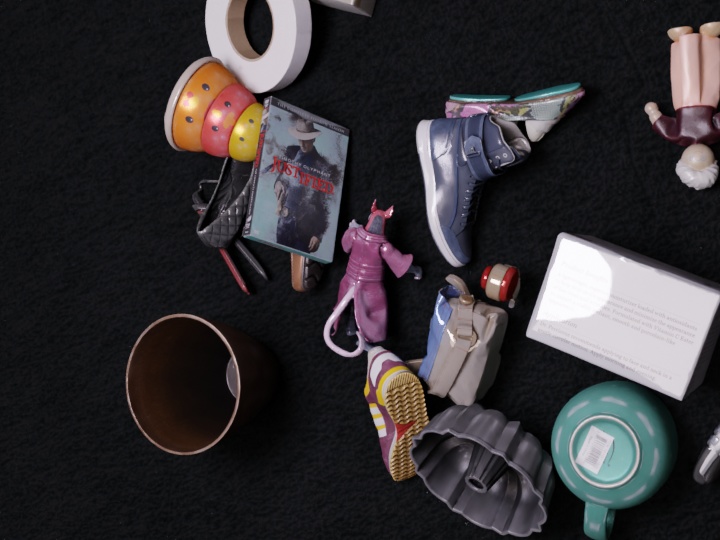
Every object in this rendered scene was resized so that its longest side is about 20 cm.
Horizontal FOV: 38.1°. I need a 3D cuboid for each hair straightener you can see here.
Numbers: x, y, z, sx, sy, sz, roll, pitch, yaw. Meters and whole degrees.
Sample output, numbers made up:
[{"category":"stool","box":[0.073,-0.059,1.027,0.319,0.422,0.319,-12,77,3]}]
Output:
[{"category":"hair straightener","box":[-0.192,-0.064,1.593,0.076,0.041,0.201,-33,69,-1]}]

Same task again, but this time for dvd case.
[{"category":"dvd case","box":[-0.087,-0.125,1.463,0.022,0.145,0.203,-12,66,50]}]

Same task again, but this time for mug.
[{"category":"mug","box":[0.320,0.234,1.302,0.150,0.114,0.188,-23,79,22]}]

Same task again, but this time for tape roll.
[{"category":"tape roll","box":[-0.152,-0.364,1.536,0.201,0.037,0.206,15,113,40]}]

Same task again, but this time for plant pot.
[{"category":"plant pot","box":[-0.201,0.156,1.494,0.184,0.199,0.190,-1,88,25]}]

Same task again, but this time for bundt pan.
[{"category":"bundt pan","box":[0.165,0.249,1.350,0.200,0.204,0.076,22,53,23]}]

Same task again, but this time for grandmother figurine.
[{"category":"grandmother figurine","box":[0.417,-0.202,1.304,0.120,0.060,0.204,-5,84,33]}]

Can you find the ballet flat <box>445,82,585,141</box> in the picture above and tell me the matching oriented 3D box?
[{"category":"ballet flat","box":[0.208,-0.208,1.399,0.197,0.069,0.072,-1,106,28]}]

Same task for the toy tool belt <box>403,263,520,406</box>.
[{"category":"toy tool belt","box":[0.127,0.073,1.388,0.121,0.124,0.203,20,108,23]}]

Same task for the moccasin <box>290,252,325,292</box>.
[{"category":"moccasin","box":[-0.093,-0.070,1.520,0.077,0.073,0.205,-9,84,26]}]

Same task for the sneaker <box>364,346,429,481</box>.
[{"category":"sneaker","box":[0.049,0.196,1.431,0.090,0.074,0.203,-130,29,-50]}]

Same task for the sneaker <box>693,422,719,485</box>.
[{"category":"sneaker","box":[0.495,0.199,1.249,0.115,0.075,0.202,36,102,18]}]

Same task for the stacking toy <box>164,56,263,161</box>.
[{"category":"stacking toy","box":[-0.171,-0.209,1.513,0.198,0.146,0.148,26,99,15]}]

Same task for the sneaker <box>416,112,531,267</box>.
[{"category":"sneaker","box":[0.160,-0.109,1.386,0.144,0.077,0.206,-6,102,30]}]

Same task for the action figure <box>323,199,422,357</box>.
[{"category":"action figure","box":[0.000,0.000,1.445,0.132,0.148,0.203,19,110,29]}]

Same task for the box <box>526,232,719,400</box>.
[{"category":"box","box":[0.330,0.050,1.258,0.197,0.199,0.133,23,99,23]}]

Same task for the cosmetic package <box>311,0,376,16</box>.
[{"category":"cosmetic package","box":[-0.011,-0.480,1.496,0.104,0.071,0.203,18,96,24]}]

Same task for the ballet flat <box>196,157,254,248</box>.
[{"category":"ballet flat","box":[-0.190,-0.129,1.558,0.066,0.057,0.203,8,73,27]}]
